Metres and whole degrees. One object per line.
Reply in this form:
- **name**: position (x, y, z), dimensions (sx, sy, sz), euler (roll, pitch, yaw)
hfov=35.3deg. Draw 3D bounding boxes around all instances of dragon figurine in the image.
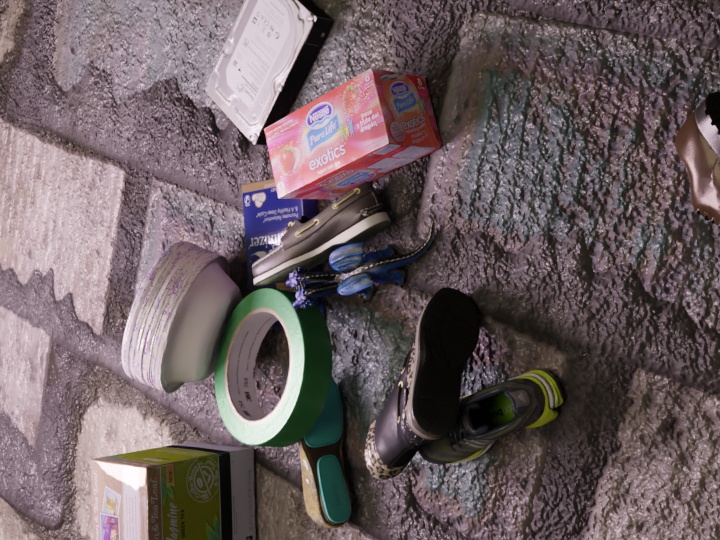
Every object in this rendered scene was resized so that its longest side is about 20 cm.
- **dragon figurine**: position (0.000, 0.000, 1.378), dimensions (0.199, 0.099, 0.059), euler (-23, 75, 35)

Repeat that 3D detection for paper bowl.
- **paper bowl**: position (-0.233, 0.070, 1.540), dimensions (0.104, 0.201, 0.202), euler (21, 108, 9)

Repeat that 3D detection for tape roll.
- **tape roll**: position (-0.115, 0.125, 1.459), dimensions (0.200, 0.048, 0.203), euler (-14, 71, 48)

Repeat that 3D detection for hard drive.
- **hard drive**: position (-0.129, -0.290, 1.534), dimensions (0.140, 0.038, 0.201), euler (48, 122, 31)

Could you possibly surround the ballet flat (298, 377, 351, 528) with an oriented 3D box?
- **ballet flat**: position (-0.055, 0.232, 1.468), dimensions (0.070, 0.070, 0.202), euler (-14, 82, 42)

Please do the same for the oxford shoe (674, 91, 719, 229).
- **oxford shoe**: position (0.364, -0.063, 1.072), dimensions (0.084, 0.072, 0.201), euler (-49, 57, 51)

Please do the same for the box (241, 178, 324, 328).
- **box**: position (-0.105, -0.023, 1.524), dimensions (0.120, 0.032, 0.202), euler (-6, 88, 43)

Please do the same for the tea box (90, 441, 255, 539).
- **tea box**: position (-0.256, 0.351, 1.564), dimensions (0.133, 0.196, 0.202), euler (-2, 90, 42)

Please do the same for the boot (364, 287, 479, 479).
- **boot**: position (0.066, 0.131, 1.307), dimensions (0.154, 0.073, 0.205), euler (125, 166, -49)

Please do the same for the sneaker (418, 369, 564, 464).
- **sneaker**: position (0.130, 0.167, 1.277), dimensions (0.200, 0.081, 0.074), euler (-36, 67, 38)

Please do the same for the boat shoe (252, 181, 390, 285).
- **boat shoe**: position (-0.057, -0.044, 1.431), dimensions (0.200, 0.072, 0.061), euler (-27, 81, 19)

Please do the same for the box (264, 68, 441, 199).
- **box**: position (-0.012, -0.162, 1.386), dimensions (0.199, 0.102, 0.096), euler (-22, 76, 42)
